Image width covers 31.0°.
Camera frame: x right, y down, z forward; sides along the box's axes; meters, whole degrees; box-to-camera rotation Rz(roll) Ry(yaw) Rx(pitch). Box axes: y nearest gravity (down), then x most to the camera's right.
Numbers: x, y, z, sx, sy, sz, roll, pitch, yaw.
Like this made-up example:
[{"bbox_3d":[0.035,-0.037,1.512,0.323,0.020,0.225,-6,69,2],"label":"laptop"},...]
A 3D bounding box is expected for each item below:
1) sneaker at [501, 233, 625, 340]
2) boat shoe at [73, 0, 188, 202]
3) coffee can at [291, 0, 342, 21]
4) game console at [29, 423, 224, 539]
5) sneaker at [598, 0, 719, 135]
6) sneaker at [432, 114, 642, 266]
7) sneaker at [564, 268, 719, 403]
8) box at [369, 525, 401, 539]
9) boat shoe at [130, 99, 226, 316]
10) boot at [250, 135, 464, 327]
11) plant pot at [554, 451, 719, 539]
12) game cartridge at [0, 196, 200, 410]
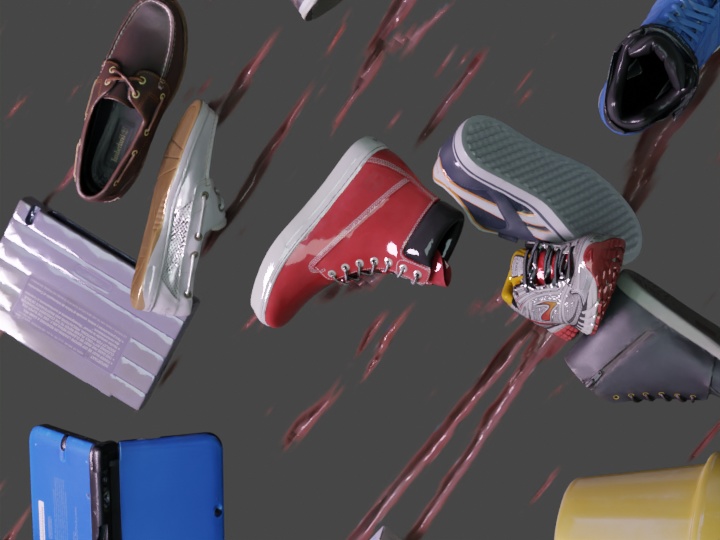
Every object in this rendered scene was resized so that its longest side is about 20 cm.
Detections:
[{"bbox_3d":[0.166,0.012,1.100,0.081,0.200,0.079,21,75,-1],"label":"sneaker"},{"bbox_3d":[-0.213,-0.157,1.199,0.070,0.070,0.202,19,101,6],"label":"boat shoe"},{"bbox_3d":[-0.054,-0.337,1.100,0.146,0.146,0.201,-39,92,14],"label":"coffee can"},{"bbox_3d":[-0.235,0.254,1.303,0.169,0.118,0.203,9,103,39],"label":"game console"},{"bbox_3d":[0.271,-0.199,1.089,0.076,0.111,0.201,38,104,1],"label":"sneaker"},{"bbox_3d":[0.155,-0.063,1.155,0.199,0.079,0.079,33,149,-12],"label":"sneaker"},{"bbox_3d":[0.287,0.098,1.167,0.199,0.075,0.107,38,109,10],"label":"sneaker"},{"bbox_3d":[0.044,0.374,1.268,0.200,0.041,0.156,43,104,1],"label":"box"},{"bbox_3d":[-0.158,-0.056,1.213,0.069,0.071,0.203,15,93,-19],"label":"boat shoe"},{"bbox_3d":[0.000,0.000,1.172,0.144,0.072,0.201,42,102,19],"label":"boot"},{"bbox_3d":[0.276,0.257,1.140,0.187,0.200,0.204,1,101,25],"label":"plant pot"},{"bbox_3d":[-0.269,0.034,1.262,0.199,0.038,0.131,31,107,3],"label":"game cartridge"}]
